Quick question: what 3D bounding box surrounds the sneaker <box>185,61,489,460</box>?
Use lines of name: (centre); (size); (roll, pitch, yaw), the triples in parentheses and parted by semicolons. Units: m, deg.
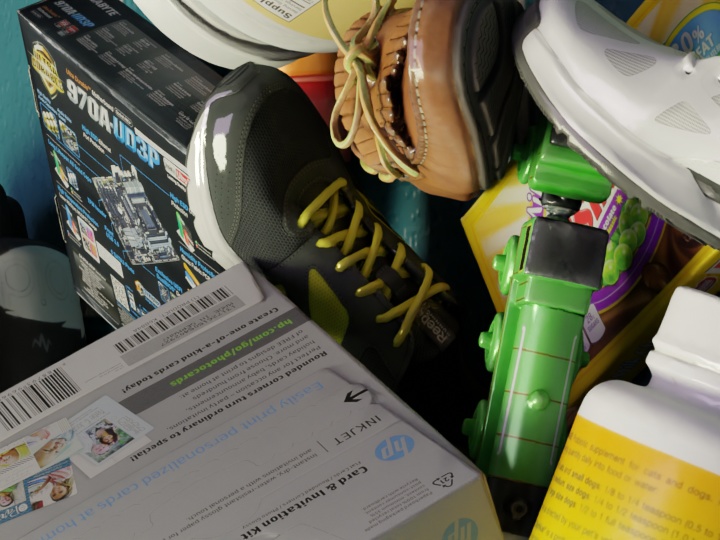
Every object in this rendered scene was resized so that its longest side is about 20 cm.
sneaker: (0.000, 0.000, 1.080); (0.084, 0.075, 0.200); (8, 135, 42)

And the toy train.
toy train: (0.068, 0.009, 0.954); (0.056, 0.042, 0.201); (141, 139, -83)

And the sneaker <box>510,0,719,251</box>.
sneaker: (0.150, -0.055, 0.867); (0.200, 0.076, 0.116); (40, 113, 16)

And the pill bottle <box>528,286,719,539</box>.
pill bottle: (0.107, 0.112, 0.903); (0.109, 0.109, 0.201); (22, 91, 53)

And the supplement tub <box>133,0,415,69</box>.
supplement tub: (0.002, -0.170, 1.020); (0.200, 0.145, 0.146); (-28, 69, 47)

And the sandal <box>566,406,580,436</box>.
sandal: (0.037, 0.146, 1.049); (0.069, 0.078, 0.213); (16, 112, 22)

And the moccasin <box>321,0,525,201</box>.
moccasin: (0.020, -0.068, 0.975); (0.201, 0.077, 0.074); (-160, 80, -89)

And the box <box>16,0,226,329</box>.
box: (-0.084, -0.024, 1.213); (0.200, 0.046, 0.160); (38, 144, 50)

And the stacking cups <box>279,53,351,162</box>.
stacking cups: (-0.024, -0.143, 1.163); (0.060, 0.060, 0.201); (0, 97, 56)

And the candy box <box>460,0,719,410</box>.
candy box: (0.109, -0.035, 0.992); (0.200, 0.026, 0.103); (-51, 48, 44)

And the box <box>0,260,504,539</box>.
box: (-0.061, 0.082, 0.962); (0.200, 0.156, 0.041); (38, 153, 56)

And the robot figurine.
robot figurine: (-0.201, 0.058, 1.367); (0.125, 0.150, 0.201); (-21, 74, 41)
